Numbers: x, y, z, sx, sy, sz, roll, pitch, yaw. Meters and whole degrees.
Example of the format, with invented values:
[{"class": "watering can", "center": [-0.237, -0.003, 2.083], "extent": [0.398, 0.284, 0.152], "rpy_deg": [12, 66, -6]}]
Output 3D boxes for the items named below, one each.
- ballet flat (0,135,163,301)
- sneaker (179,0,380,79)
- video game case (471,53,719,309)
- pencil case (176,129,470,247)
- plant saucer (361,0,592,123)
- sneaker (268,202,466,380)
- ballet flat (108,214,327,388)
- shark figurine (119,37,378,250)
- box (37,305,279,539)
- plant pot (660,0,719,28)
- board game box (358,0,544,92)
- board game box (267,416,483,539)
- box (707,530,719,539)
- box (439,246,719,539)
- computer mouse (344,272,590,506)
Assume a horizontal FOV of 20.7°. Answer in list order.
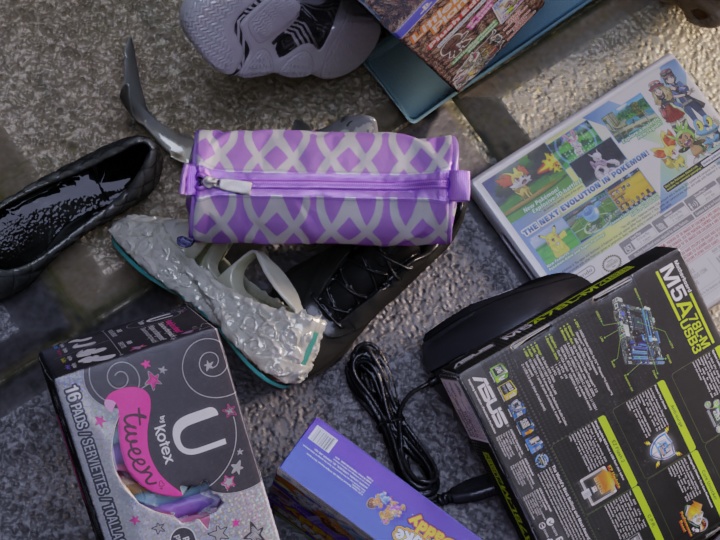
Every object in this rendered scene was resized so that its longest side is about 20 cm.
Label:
[{"class": "ballet flat", "center": [-0.231, -0.040, 1.429], "extent": [0.200, 0.057, 0.066], "rpy_deg": [-37, 79, -15]}, {"class": "sneaker", "center": [-0.080, -0.201, 1.445], "extent": [0.115, 0.200, 0.075], "rpy_deg": [49, 116, 26]}, {"class": "video game case", "center": [0.212, -0.044, 1.505], "extent": [0.200, 0.022, 0.182], "rpy_deg": [-33, 80, -14]}, {"class": "pencil case", "center": [-0.027, -0.058, 1.357], "extent": [0.199, 0.086, 0.084], "rpy_deg": [-1, 79, -2]}, {"class": "plant saucer", "center": [0.096, -0.191, 1.536], "extent": [0.200, 0.019, 0.070], "rpy_deg": [-35, 80, -16]}, {"class": "sneaker", "center": [0.000, 0.000, 1.428], "extent": [0.076, 0.091, 0.200], "rpy_deg": [44, 75, -2]}, {"class": "ballet flat", "center": [-0.095, 0.005, 1.400], "extent": [0.072, 0.072, 0.200], "rpy_deg": [-42, 60, -16]}, {"class": "shark figurine", "center": [-0.081, -0.098, 1.470], "extent": [0.214, 0.128, 0.090], "rpy_deg": [14, 45, 15]}, {"class": "box", "center": [-0.128, 0.138, 1.316], "extent": [0.114, 0.132, 0.200], "rpy_deg": [-19, 100, -12]}, {"class": "plant pot", "center": [0.295, -0.293, 1.514], "extent": [0.183, 0.200, 0.200], "rpy_deg": [-43, 82, -6]}, {"class": "board game box", "center": [0.029, -0.234, 1.420], "extent": [0.097, 0.200, 0.159], "rpy_deg": [-46, 74, 6]}, {"class": "board game box", "center": [0.030, 0.190, 1.352], "extent": [0.200, 0.134, 0.045], "rpy_deg": [36, 72, 5]}, {"class": "box", "center": [0.227, 0.289, 1.399], "extent": [0.200, 0.035, 0.110], "rpy_deg": [-40, 82, -16]}, {"class": "box", "center": [0.183, 0.113, 1.410], "extent": [0.193, 0.048, 0.200], "rpy_deg": [-30, 100, -16]}, {"class": "computer mouse", "center": [0.100, 0.086, 1.428], "extent": [0.200, 0.046, 0.141], "rpy_deg": [-20, 77, -5]}]
